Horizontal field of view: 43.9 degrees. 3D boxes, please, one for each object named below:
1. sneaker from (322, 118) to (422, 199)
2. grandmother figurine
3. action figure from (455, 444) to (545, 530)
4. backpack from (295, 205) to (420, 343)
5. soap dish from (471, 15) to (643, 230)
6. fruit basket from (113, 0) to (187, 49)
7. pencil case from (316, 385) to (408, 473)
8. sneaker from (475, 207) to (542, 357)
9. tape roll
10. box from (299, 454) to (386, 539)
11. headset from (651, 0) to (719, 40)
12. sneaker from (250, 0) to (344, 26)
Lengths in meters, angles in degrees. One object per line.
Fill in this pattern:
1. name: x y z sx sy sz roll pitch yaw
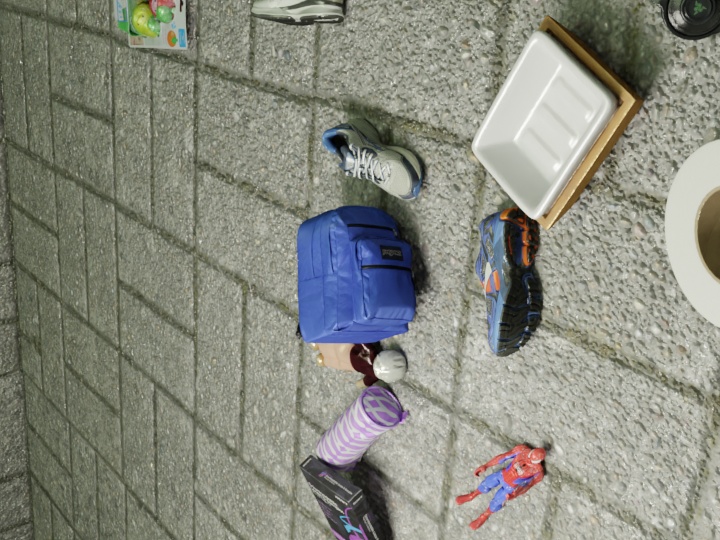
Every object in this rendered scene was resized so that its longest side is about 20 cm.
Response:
1. sneaker: 0.012 -0.162 1.358 0.200 0.085 0.078 40 129 38
2. grandmother figurine: -0.002 0.142 1.486 0.199 0.061 0.122 11 135 47
3. action figure: 0.186 0.308 1.258 0.065 0.098 0.200 57 135 23
4. backpack: 0.000 0.000 1.364 0.167 0.162 0.202 -20 71 43
5. soap dish: 0.235 -0.175 1.073 0.158 0.081 0.201 54 136 28
6. fruit basket: -0.419 -0.542 1.800 0.199 0.093 0.187 18 113 45
7. pencil case: -0.004 0.273 1.502 0.085 0.084 0.200 34 136 -2
8. sneaker: 0.193 0.015 1.198 0.078 0.075 0.202 11 100 59
9. tape roll: 0.389 -0.037 0.905 0.203 0.037 0.205 171 90 -69
10. box: -0.022 0.420 1.534 0.142 0.036 0.201 21 140 48
11. headset: 0.346 -0.278 0.882 0.199 0.123 0.094 35 122 19
12. sneaker: -0.097 -0.460 1.441 0.199 0.075 0.117 13 101 41
